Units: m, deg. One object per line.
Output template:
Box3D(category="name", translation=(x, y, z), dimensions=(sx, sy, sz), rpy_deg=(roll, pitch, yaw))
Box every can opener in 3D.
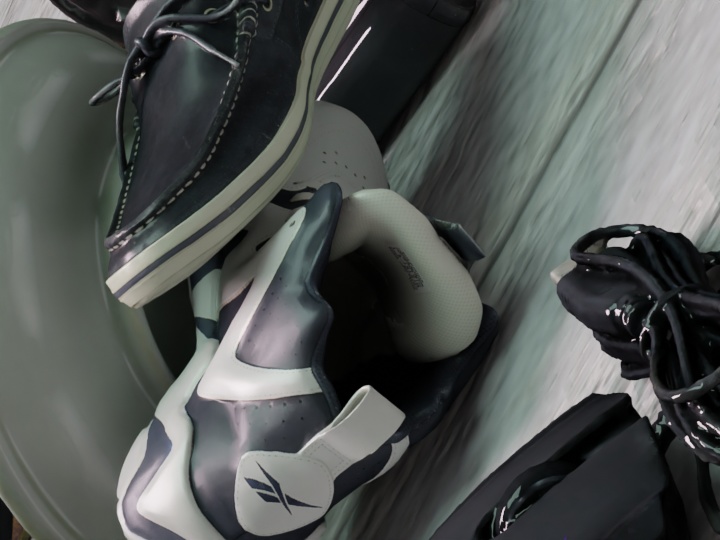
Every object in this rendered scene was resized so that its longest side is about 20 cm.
Box3D(category="can opener", translation=(0.007, -0.109, 1.051), dimensions=(0.200, 0.067, 0.054), rpy_deg=(-53, 20, 38))

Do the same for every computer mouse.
Box3D(category="computer mouse", translation=(0.034, 0.082, 0.728), dimensions=(0.201, 0.052, 0.139), rpy_deg=(-64, 17, 7))

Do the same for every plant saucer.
Box3D(category="plant saucer", translation=(-0.071, 0.007, 0.996), dimensions=(0.050, 0.200, 0.201), rpy_deg=(-14, 44, 25))

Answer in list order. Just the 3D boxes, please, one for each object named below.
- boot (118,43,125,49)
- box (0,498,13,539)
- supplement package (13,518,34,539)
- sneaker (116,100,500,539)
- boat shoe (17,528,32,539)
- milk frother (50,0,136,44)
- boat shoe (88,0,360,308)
Box3D(category="boot", translation=(-0.087, -0.126, 1.355), dimensions=(0.201, 0.076, 0.155), rpy_deg=(-62, 18, 5))
Box3D(category="box", translation=(-0.191, 0.158, 1.194), dimensions=(0.141, 0.078, 0.201), rpy_deg=(-176, 88, -76))
Box3D(category="supplement package", translation=(-0.206, 0.105, 1.354), dimensions=(0.201, 0.113, 0.110), rpy_deg=(-60, 16, 23))
Box3D(category="sneaker", translation=(0.000, 0.000, 0.922), dimensions=(0.129, 0.079, 0.200), rpy_deg=(-35, 21, 39))
Box3D(category="boat shoe", translation=(-0.095, 0.106, 1.089), dimensions=(0.074, 0.062, 0.200), rpy_deg=(-64, 16, 11))
Box3D(category="milk frother", translation=(-0.061, -0.210, 1.103), dimensions=(0.201, 0.180, 0.188), rpy_deg=(-64, -5, 21))
Box3D(category="boat shoe", translation=(-0.049, -0.063, 0.940), dimensions=(0.074, 0.062, 0.201), rpy_deg=(-34, 24, 37))
